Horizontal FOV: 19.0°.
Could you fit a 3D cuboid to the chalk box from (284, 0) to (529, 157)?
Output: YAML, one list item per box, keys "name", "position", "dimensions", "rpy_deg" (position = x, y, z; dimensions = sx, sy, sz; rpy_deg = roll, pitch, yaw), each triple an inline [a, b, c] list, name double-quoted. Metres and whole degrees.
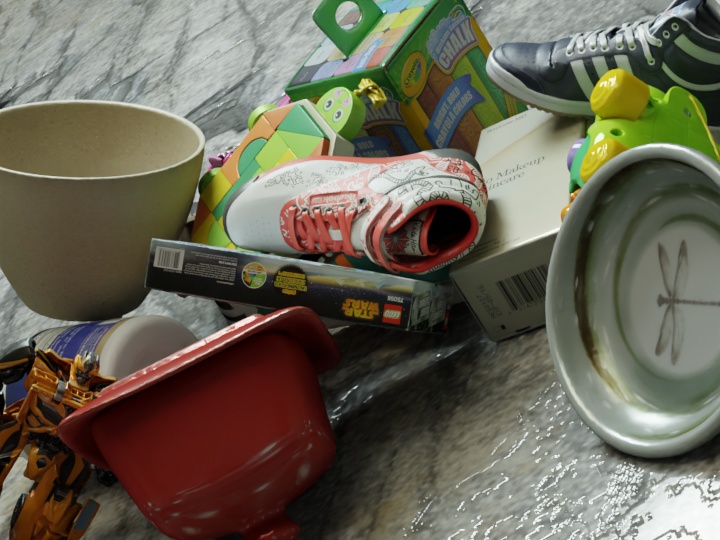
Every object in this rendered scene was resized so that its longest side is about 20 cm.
- name: "chalk box"
  position: [0.034, -0.153, 1.800]
  dimensions: [0.123, 0.200, 0.125]
  rpy_deg: [-6, 37, 45]

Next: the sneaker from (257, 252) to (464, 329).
- name: "sneaker"
  position: [0.000, 0.000, 1.692]
  dimensions: [0.199, 0.080, 0.071]
  rpy_deg: [-12, 2, 32]

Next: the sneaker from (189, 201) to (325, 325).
- name: "sneaker"
  position: [-0.085, -0.019, 1.876]
  dimensions: [0.115, 0.076, 0.200]
  rpy_deg: [-30, 36, -2]

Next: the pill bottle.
- name: "pill bottle"
  position: [-0.226, 0.104, 1.761]
  dimensions: [0.199, 0.120, 0.120]
  rpy_deg: [-9, 35, 43]

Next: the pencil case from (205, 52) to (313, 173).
- name: "pencil case"
  position: [-0.062, -0.126, 1.994]
  dimensions: [0.090, 0.094, 0.200]
  rpy_deg: [-5, 37, 46]

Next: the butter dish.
- name: "butter dish"
  position: [-0.089, 0.134, 1.530]
  dimensions: [0.199, 0.148, 0.200]
  rpy_deg: [-25, -15, 0]

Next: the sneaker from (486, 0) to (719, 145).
- name: "sneaker"
  position: [0.197, -0.168, 1.625]
  dimensions: [0.199, 0.109, 0.070]
  rpy_deg: [16, 37, 10]

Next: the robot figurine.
- name: "robot figurine"
  position: [-0.246, 0.146, 1.639]
  dimensions: [0.201, 0.144, 0.058]
  rpy_deg: [-58, 17, 26]

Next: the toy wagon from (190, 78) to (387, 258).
- name: "toy wagon"
  position: [-0.058, -0.076, 1.712]
  dimensions: [0.200, 0.039, 0.155]
  rpy_deg: [-52, 40, 12]

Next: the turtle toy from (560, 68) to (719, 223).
- name: "turtle toy"
  position: [0.204, -0.066, 1.524]
  dimensions: [0.101, 0.145, 0.201]
  rpy_deg: [-44, 23, 39]

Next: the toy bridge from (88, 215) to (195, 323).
- name: "toy bridge"
  position: [-0.150, -0.011, 1.828]
  dimensions: [0.199, 0.027, 0.068]
  rpy_deg: [-28, 42, 32]

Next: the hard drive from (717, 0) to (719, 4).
- name: "hard drive"
  position: [0.264, -0.176, 1.766]
  dimensions: [0.199, 0.027, 0.132]
  rpy_deg: [-28, 26, 16]

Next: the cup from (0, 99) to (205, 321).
- name: "cup"
  position: [-0.229, -0.042, 1.773]
  dimensions: [0.199, 0.144, 0.200]
  rpy_deg: [3, 21, -1]

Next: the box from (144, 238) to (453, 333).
- name: "box"
  position: [-0.042, 0.012, 1.580]
  dimensions: [0.199, 0.040, 0.137]
  rpy_deg: [9, 0, 15]

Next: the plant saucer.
- name: "plant saucer"
  position: [0.202, 0.020, 1.386]
  dimensions: [0.050, 0.202, 0.200]
  rpy_deg: [3, 1, -36]

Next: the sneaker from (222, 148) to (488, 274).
- name: "sneaker"
  position: [-0.005, -0.038, 1.576]
  dimensions: [0.200, 0.068, 0.108]
  rpy_deg: [-9, 24, 3]

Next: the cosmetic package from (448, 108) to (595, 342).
- name: "cosmetic package"
  position: [0.137, -0.045, 1.636]
  dimensions: [0.103, 0.073, 0.200]
  rpy_deg: [-22, 29, 23]
